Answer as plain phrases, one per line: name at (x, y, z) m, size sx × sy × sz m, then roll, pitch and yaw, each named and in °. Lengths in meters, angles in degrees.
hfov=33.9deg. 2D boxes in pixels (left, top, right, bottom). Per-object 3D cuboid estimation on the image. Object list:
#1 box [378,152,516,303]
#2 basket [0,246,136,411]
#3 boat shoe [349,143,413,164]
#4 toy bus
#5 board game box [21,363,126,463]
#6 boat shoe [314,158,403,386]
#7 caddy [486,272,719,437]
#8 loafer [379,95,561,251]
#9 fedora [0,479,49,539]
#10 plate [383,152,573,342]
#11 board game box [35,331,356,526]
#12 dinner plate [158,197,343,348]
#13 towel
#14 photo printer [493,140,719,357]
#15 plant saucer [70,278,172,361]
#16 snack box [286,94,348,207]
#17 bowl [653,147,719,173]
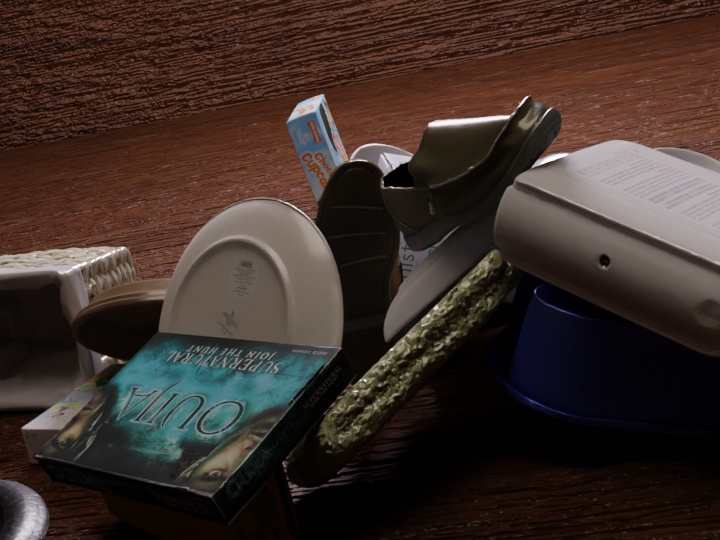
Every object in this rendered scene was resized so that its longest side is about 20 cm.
box at (0.104, -0.045, 1.155) m, size 0.174 × 0.098 × 0.200 m, roll 7°, pitch 15°, yaw -7°
basket at (-0.321, 0.053, 1.167) m, size 0.198 × 0.137 × 0.123 m, roll -5°, pitch 15°, yaw 23°
boat shoe at (0.069, -0.080, 1.317) m, size 0.199 × 0.075 × 0.093 m, roll 29°, pitch 2°, yaw -14°
toy bus at (-0.123, 0.147, 0.832) m, size 0.078 × 0.066 × 0.199 m, roll -27°, pitch 22°, yaw -35°
board game box at (-0.168, 0.120, 1.008) m, size 0.198 × 0.035 × 0.134 m, roll -4°, pitch 19°, yaw 26°
boat shoe at (0.000, 0.000, 0.985) m, size 0.071 × 0.202 × 0.068 m, roll -1°, pitch 20°, yaw 3°
caddy at (0.190, 0.055, 0.832) m, size 0.198 × 0.106 × 0.142 m, roll 6°, pitch 25°, yaw 2°
loafer at (0.068, -0.074, 0.850) m, size 0.075 × 0.070 × 0.200 m, roll -49°, pitch 7°, yaw -33°
fedora at (-0.264, 0.202, 0.698) m, size 0.198 × 0.093 × 0.201 m, roll -11°, pitch 16°, yaw 3°
plate at (0.102, -0.026, 0.950) m, size 0.200 × 0.032 × 0.199 m, roll -44°, pitch -7°, yaw 12°
board game box at (-0.114, 0.098, 0.789) m, size 0.199 × 0.028 × 0.135 m, roll 0°, pitch 38°, yaw 44°
dinner plate at (-0.092, 0.043, 0.879) m, size 0.199 × 0.203 × 0.024 m, roll 2°, pitch -8°, yaw 41°
towel at (0.031, 0.070, 0.827) m, size 0.200 × 0.036 × 0.148 m, roll -43°, pitch -5°, yaw -23°
photo printer at (0.212, -0.016, 0.773) m, size 0.199 × 0.070 × 0.166 m, roll 26°, pitch 31°, yaw 33°
plant saucer at (-0.155, 0.047, 1.051) m, size 0.198 × 0.030 × 0.200 m, roll 0°, pitch -19°, yaw 0°
snack box at (-0.024, -0.084, 1.284) m, size 0.037 × 0.202 × 0.116 m, roll -19°, pitch 15°, yaw 8°
bowl at (0.266, -0.041, 0.989) m, size 0.199 × 0.091 × 0.202 m, roll 9°, pitch 32°, yaw -6°
